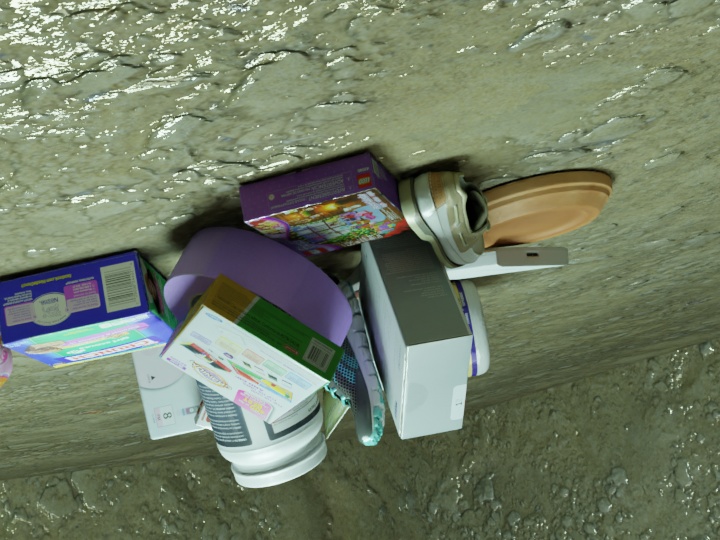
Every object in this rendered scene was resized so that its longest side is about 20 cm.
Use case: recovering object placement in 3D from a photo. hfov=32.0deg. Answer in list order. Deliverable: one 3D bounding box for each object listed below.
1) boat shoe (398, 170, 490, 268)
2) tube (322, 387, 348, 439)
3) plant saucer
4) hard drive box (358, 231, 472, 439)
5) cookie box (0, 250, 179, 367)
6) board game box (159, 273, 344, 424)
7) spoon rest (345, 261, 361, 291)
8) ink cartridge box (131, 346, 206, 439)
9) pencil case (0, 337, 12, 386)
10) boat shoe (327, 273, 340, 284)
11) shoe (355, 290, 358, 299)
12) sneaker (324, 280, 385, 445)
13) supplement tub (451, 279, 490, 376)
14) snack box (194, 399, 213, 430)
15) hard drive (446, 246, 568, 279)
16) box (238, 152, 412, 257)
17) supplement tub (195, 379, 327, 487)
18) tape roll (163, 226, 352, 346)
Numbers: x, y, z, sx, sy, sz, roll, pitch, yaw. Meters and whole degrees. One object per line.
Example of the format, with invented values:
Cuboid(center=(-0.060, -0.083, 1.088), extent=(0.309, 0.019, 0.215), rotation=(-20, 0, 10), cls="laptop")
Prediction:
Cuboid(center=(0.106, -0.054, 1.352), extent=(0.068, 0.076, 0.200), rotation=(-16, 162, 18), cls="boat shoe")
Cuboid(center=(-0.028, 0.126, 1.645), extent=(0.051, 0.201, 0.059), rotation=(-11, 126, 5), cls="tube")
Cuboid(center=(0.203, -0.067, 1.484), extent=(0.197, 0.038, 0.200), rotation=(-10, 168, -2), cls="plant saucer")
Cuboid(center=(0.057, 0.061, 1.421), extent=(0.076, 0.201, 0.157), rotation=(-8, 136, -10), cls="hard drive box")
Cuboid(center=(-0.308, 0.050, 1.449), extent=(0.169, 0.076, 0.200), rotation=(-12, 168, 1), cls="cookie box")
Cuboid(center=(-0.121, 0.088, 1.332), extent=(0.152, 0.041, 0.200), rotation=(32, 152, -10), cls="board game box")
Cuboid(center=(0.000, 0.000, 1.543), extent=(0.197, 0.061, 0.099), rotation=(-9, 168, -9), cls="spoon rest")
Cuboid(center=(-0.201, 0.125, 1.676), extent=(0.197, 0.165, 0.057), rotation=(-13, 179, 11), cls="ink cartridge box")
Cuboid(center=(-0.507, 0.103, 1.502), extent=(0.086, 0.089, 0.200), rotation=(-16, 166, 21), cls="pencil case")
Cuboid(center=(-0.037, 0.055, 1.586), extent=(0.072, 0.062, 0.200), rotation=(29, -171, -15), cls="boat shoe")
Cuboid(center=(0.037, 0.037, 1.634), extent=(0.072, 0.091, 0.200), rotation=(-54, 180, -22), cls="shoe")
Cuboid(center=(-0.028, 0.114, 1.450), extent=(0.090, 0.202, 0.078), rotation=(-16, 151, -1), cls="sneaker")
Cuboid(center=(0.083, 0.099, 1.861), extent=(0.197, 0.147, 0.146), rotation=(-11, 168, -2), cls="supplement tub")
Cuboid(center=(-0.148, 0.119, 1.635), extent=(0.071, 0.202, 0.024), rotation=(20, -170, -18), cls="snack box")
Cuboid(center=(0.153, -0.008, 1.632), extent=(0.131, 0.027, 0.199), rotation=(-1, 176, -38), cls="hard drive")
Cuboid(center=(-0.027, -0.063, 1.286), extent=(0.135, 0.040, 0.200), rotation=(-13, 168, 13), cls="box")
Cuboid(center=(-0.127, 0.149, 1.553), extent=(0.139, 0.202, 0.140), rotation=(-16, -167, 4), cls="supplement tub")
Cuboid(center=(-0.111, 0.040, 1.355), extent=(0.198, 0.066, 0.201), rotation=(21, 153, 11), cls="tape roll")
